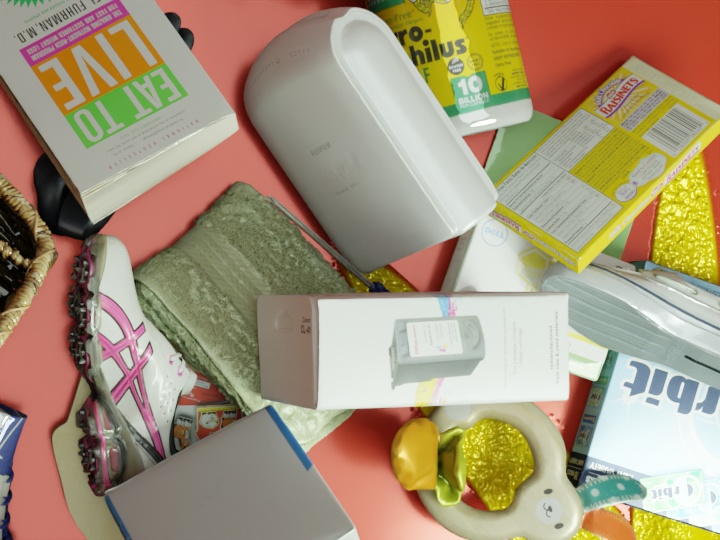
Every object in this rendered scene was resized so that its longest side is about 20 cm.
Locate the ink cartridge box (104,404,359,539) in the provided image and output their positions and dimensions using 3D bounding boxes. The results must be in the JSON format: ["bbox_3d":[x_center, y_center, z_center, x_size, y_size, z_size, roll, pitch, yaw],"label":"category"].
[{"bbox_3d":[-0.073,0.238,1.244,0.145,0.147,0.200,-28,134,-12],"label":"ink cartridge box"}]

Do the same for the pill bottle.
[{"bbox_3d":[0.063,-0.205,1.340,0.113,0.113,0.200,-14,93,-13],"label":"pill bottle"}]

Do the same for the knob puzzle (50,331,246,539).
[{"bbox_3d":[-0.149,0.155,1.330,0.219,0.030,0.220,0,89,-14],"label":"knob puzzle"}]

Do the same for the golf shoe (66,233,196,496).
[{"bbox_3d":[-0.174,0.068,1.277,0.092,0.073,0.200,-8,101,-19],"label":"golf shoe"}]

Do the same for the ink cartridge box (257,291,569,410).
[{"bbox_3d":[0.037,0.058,1.254,0.200,0.148,0.086,-2,89,-20],"label":"ink cartridge box"}]

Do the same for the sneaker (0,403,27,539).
[{"bbox_3d":[-0.290,0.202,1.280,0.115,0.081,0.200,29,90,-15],"label":"sneaker"}]

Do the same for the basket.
[{"bbox_3d":[-0.326,-0.032,1.231,0.200,0.149,0.143,35,82,-10],"label":"basket"}]

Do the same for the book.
[{"bbox_3d":[-0.200,-0.151,1.275,0.134,0.048,0.200,-32,67,-12],"label":"book"}]

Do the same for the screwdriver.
[{"bbox_3d":[0.000,0.000,1.328,0.200,0.028,0.029,46,62,-21],"label":"screwdriver"}]

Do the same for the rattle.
[{"bbox_3d":[0.132,0.166,1.319,0.200,0.143,0.130,31,72,12],"label":"rattle"}]

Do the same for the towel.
[{"bbox_3d":[-0.071,0.038,1.323,0.200,0.036,0.148,47,64,-2],"label":"towel"}]

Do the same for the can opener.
[{"bbox_3d":[-0.188,-0.112,1.312,0.079,0.063,0.200,24,73,15],"label":"can opener"}]

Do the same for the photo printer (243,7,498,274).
[{"bbox_3d":[-0.002,-0.104,1.300,0.069,0.166,0.200,-38,99,-31],"label":"photo printer"}]

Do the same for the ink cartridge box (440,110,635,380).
[{"bbox_3d":[0.159,-0.026,1.395,0.145,0.048,0.200,20,88,-11],"label":"ink cartridge box"}]

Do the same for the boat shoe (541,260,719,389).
[{"bbox_3d":[0.241,0.033,1.364,0.200,0.074,0.067,28,55,-8],"label":"boat shoe"}]

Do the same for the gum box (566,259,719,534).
[{"bbox_3d":[0.282,0.112,1.422,0.170,0.045,0.200,18,85,-11],"label":"gum box"}]

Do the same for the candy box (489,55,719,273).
[{"bbox_3d":[0.201,-0.090,1.367,0.102,0.026,0.200,34,64,29],"label":"candy box"}]
